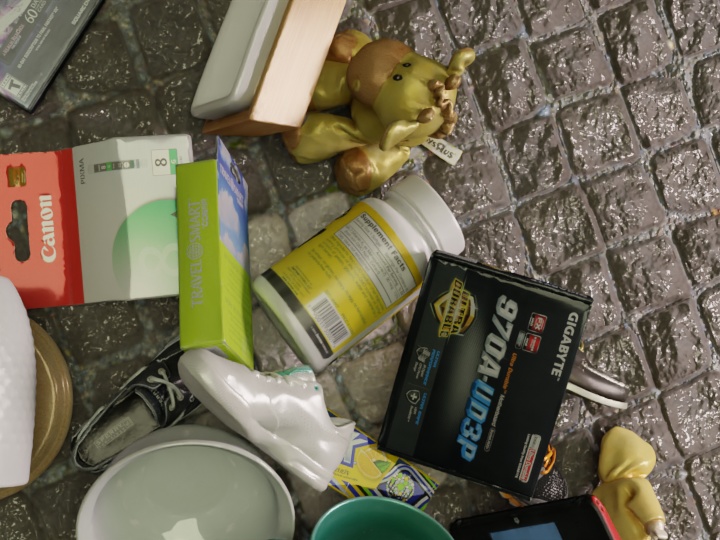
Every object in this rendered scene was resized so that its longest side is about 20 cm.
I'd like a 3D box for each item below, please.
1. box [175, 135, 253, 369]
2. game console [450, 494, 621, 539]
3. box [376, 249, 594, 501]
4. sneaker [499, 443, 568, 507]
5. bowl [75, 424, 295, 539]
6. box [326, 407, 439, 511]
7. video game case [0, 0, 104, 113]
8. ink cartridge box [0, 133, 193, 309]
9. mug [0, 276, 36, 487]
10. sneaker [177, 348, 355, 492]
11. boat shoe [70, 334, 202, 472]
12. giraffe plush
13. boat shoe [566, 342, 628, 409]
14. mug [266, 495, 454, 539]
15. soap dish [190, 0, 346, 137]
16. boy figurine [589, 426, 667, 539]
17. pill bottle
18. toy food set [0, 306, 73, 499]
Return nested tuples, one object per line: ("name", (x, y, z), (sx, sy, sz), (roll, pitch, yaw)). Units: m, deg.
("box", (-0.137, -0.010, 0.940), (0.047, 0.122, 0.202), (-7, 70, 5))
("game console", (0.192, 0.315, 0.972), (0.031, 0.199, 0.178), (-31, 93, -44))
("box", (0.117, 0.098, 0.940), (0.158, 0.046, 0.202), (17, 99, 8))
("sneaker", (0.161, 0.166, 1.005), (0.201, 0.077, 0.078), (54, 34, -16))
("bowl", (-0.164, 0.220, 0.939), (0.199, 0.091, 0.203), (-3, 117, -7))
("box", (-0.024, 0.183, 0.994), (0.199, 0.070, 0.065), (34, 81, -7))
("video game case", (-0.377, -0.270, 0.979), (0.199, 0.019, 0.144), (32, 82, -8))
("ink cartridge box", (-0.261, -0.048, 0.979), (0.198, 0.050, 0.163), (-5, 87, -13))
("mug", (-0.378, 0.092, 0.858), (0.198, 0.147, 0.177), (-1, 82, 21))
("sneaker", (-0.080, 0.115, 0.900), (0.089, 0.075, 0.200), (-54, 125, -14))
("boat shoe", (-0.200, 0.124, 0.967), (0.199, 0.068, 0.072), (-37, 93, -12))
("giraffe plush", (0.030, -0.165, 0.980), (0.198, 0.162, 0.174), (14, 84, -9))
("boat shoe", (0.199, 0.088, 1.041), (0.200, 0.072, 0.061), (23, 87, -6))
("mug", (0.000, 0.297, 0.917), (0.184, 0.115, 0.152), (31, 36, 18))
("soap dish", (-0.086, -0.227, 0.974), (0.081, 0.157, 0.202), (22, 83, -25))
("boy figurine", (0.273, 0.265, 1.027), (0.064, 0.124, 0.201), (19, 55, -17))
("pill bottle", (0.000, 0.000, 0.989), (0.199, 0.114, 0.115), (-36, 93, -11))
("toy food set", (-0.377, 0.124, 0.942), (0.198, 0.049, 0.200), (-40, 95, -8))
